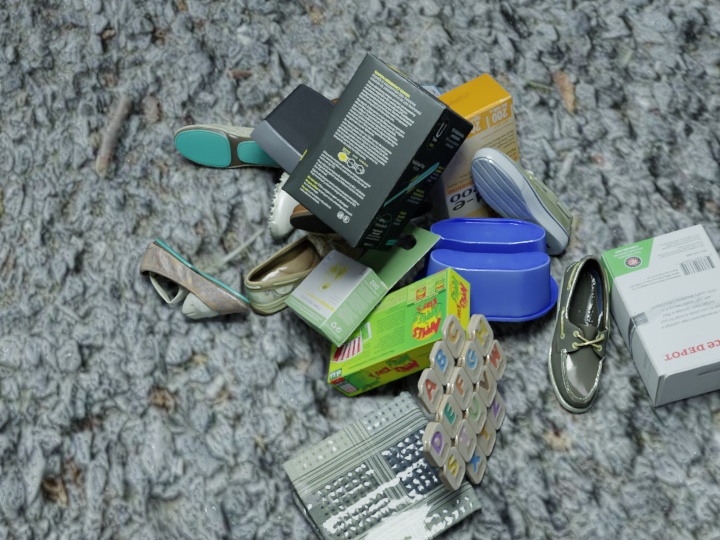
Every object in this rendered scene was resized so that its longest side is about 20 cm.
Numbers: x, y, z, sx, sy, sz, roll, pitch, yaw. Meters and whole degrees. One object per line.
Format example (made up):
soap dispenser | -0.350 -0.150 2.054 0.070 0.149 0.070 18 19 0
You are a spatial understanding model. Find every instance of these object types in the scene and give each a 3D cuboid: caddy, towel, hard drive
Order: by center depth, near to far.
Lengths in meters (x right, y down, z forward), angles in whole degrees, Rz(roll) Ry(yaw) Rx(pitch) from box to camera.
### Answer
towel | 0.024 0.271 1.414 0.198 0.035 0.194 -27 58 -14
caddy | 0.170 0.008 1.531 0.196 0.106 0.142 2 35 3
hard drive | -0.048 -0.179 1.659 0.199 0.042 0.135 39 58 5

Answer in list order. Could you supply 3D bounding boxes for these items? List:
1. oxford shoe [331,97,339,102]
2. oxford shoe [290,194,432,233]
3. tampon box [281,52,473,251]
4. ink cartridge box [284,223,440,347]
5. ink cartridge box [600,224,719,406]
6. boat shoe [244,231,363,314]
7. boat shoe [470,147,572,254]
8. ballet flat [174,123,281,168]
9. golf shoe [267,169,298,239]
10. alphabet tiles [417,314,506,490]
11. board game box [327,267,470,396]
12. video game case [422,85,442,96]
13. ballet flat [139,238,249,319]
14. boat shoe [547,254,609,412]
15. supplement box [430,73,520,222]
oxford shoe | 0.023 -0.215 1.734 0.199 0.072 0.071 36 58 28
oxford shoe | -0.003 -0.099 1.574 0.196 0.072 0.072 -11 70 -2
tampon box | 0.024 -0.144 1.428 0.126 0.150 0.201 37 100 16
ink cartridge box | 0.000 0.000 1.528 0.200 0.048 0.145 -48 25 -7
ink cartridge box | 0.411 0.058 1.470 0.143 0.085 0.202 -14 54 -2
boat shoe | -0.074 -0.014 1.605 0.199 0.063 0.073 -36 57 -18
boat shoe | 0.222 -0.104 1.563 0.071 0.200 0.063 -9 44 45
ballet flat | -0.189 -0.194 1.764 0.196 0.069 0.063 9 28 10
golf shoe | -0.064 -0.120 1.676 0.096 0.079 0.202 22 61 15
alphabet tiles | 0.128 0.158 1.374 0.014 0.197 0.202 0 48 34
board game box | 0.049 0.082 1.466 0.198 0.047 0.103 -25 46 35
video game case | 0.104 -0.212 1.709 0.141 0.018 0.201 -6 47 -35
ballet flat | -0.239 0.028 1.609 0.199 0.068 0.068 31 83 32
boat shoe | 0.286 0.079 1.471 0.071 0.060 0.205 9 67 -4
supplement box | 0.154 -0.153 1.583 0.125 0.202 0.074 -27 45 -11
